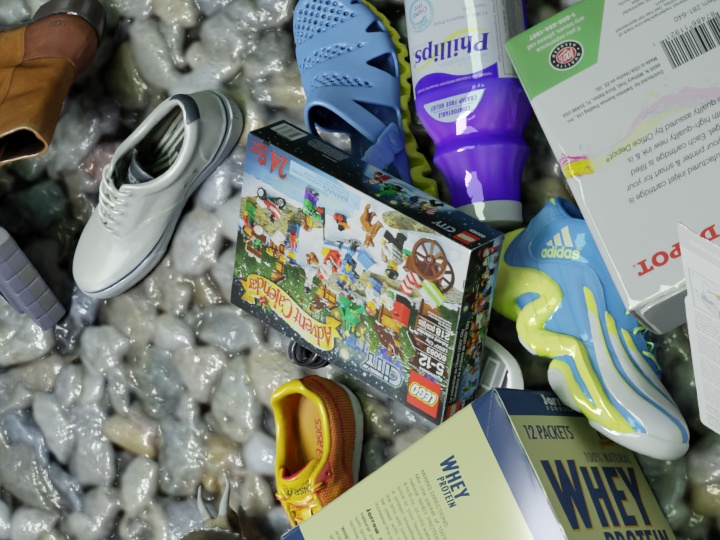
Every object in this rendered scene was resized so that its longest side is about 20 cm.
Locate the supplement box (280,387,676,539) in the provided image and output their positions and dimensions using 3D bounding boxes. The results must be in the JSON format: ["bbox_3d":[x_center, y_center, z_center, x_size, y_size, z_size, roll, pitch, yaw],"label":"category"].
[{"bbox_3d":[0.091,0.210,1.353,0.200,0.134,0.200,-38,65,29],"label":"supplement box"}]

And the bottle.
[{"bbox_3d":[0.077,-0.127,1.436,0.083,0.065,0.201,-11,79,35],"label":"bottle"}]

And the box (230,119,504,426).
[{"bbox_3d":[0.000,0.000,1.413,0.200,0.038,0.137,29,125,33],"label":"box"}]

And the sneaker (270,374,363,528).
[{"bbox_3d":[-0.030,0.174,1.485,0.073,0.077,0.201,-22,75,32],"label":"sneaker"}]

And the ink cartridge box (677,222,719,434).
[{"bbox_3d":[0.263,0.059,1.211,0.050,0.200,0.161,-41,53,-21],"label":"ink cartridge box"}]

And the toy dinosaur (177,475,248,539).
[{"bbox_3d":[-0.080,0.230,1.484,0.103,0.077,0.200,66,165,-19],"label":"toy dinosaur"}]

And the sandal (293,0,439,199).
[{"bbox_3d":[-0.007,-0.114,1.487,0.079,0.087,0.201,-33,66,33],"label":"sandal"}]

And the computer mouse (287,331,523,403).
[{"bbox_3d":[0.040,0.055,1.460,0.200,0.044,0.110,30,108,33],"label":"computer mouse"}]

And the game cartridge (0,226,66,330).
[{"bbox_3d":[-0.324,-0.041,1.696,0.038,0.130,0.200,-40,57,-14],"label":"game cartridge"}]

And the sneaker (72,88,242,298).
[{"bbox_3d":[-0.173,-0.063,1.615,0.073,0.071,0.200,48,113,30],"label":"sneaker"}]

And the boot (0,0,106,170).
[{"bbox_3d":[-0.291,-0.116,1.649,0.188,0.069,0.200,-18,34,25],"label":"boot"}]

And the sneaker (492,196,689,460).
[{"bbox_3d":[0.158,0.028,1.356,0.200,0.076,0.105,47,112,31],"label":"sneaker"}]

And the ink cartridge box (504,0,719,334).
[{"bbox_3d":[0.200,-0.081,1.306,0.144,0.084,0.201,-27,69,12],"label":"ink cartridge box"}]
